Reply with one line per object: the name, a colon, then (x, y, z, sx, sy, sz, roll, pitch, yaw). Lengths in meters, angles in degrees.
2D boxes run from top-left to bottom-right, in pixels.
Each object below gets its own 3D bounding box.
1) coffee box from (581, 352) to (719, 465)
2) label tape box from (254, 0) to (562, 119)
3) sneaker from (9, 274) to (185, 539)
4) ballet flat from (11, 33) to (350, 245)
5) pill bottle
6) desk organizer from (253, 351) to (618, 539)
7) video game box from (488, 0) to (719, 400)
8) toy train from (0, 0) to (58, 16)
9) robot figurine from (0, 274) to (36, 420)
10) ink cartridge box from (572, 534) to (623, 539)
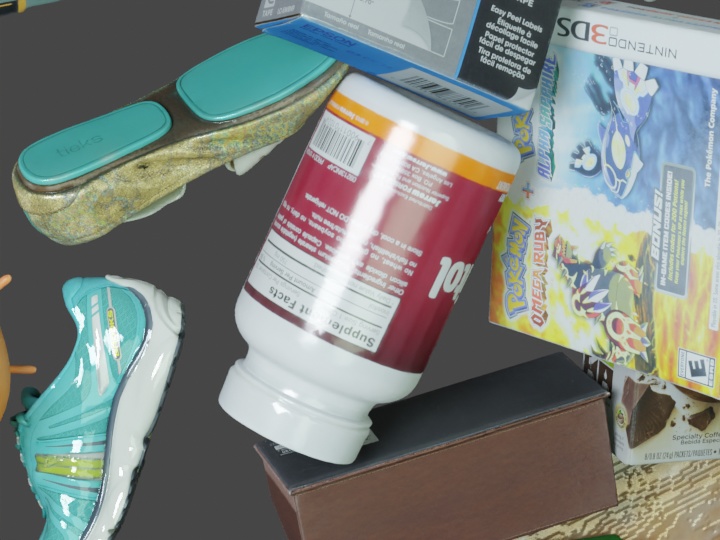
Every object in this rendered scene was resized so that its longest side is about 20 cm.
coffee box: (0.202, 0.007, 1.328, 0.113, 0.080, 0.200, -3, 106, -17)
label tape box: (0.044, -0.200, 1.193, 0.144, 0.063, 0.200, 20, 81, -24)
sneaker: (-0.159, 0.098, 1.247, 0.080, 0.078, 0.200, 18, 95, -3)
ballet flat: (-0.093, -0.071, 1.219, 0.200, 0.071, 0.071, -26, 112, -11)
pill bottle: (0.000, 0.000, 1.239, 0.113, 0.113, 0.200, 22, 98, -23)
desk organizer: (0.047, 0.121, 1.314, 0.200, 0.072, 0.077, -16, 112, -14)
video game box: (0.151, -0.047, 1.240, 0.047, 0.182, 0.200, -11, 110, -38)
toy train: (-0.193, -0.191, 1.088, 0.114, 0.200, 0.085, -14, 66, -15)
robot figurine: (-0.270, 0.062, 1.164, 0.200, 0.117, 0.144, -20, 96, -12)
ink cartridge box: (0.089, 0.232, 1.320, 0.200, 0.147, 0.083, -6, 108, -16)
